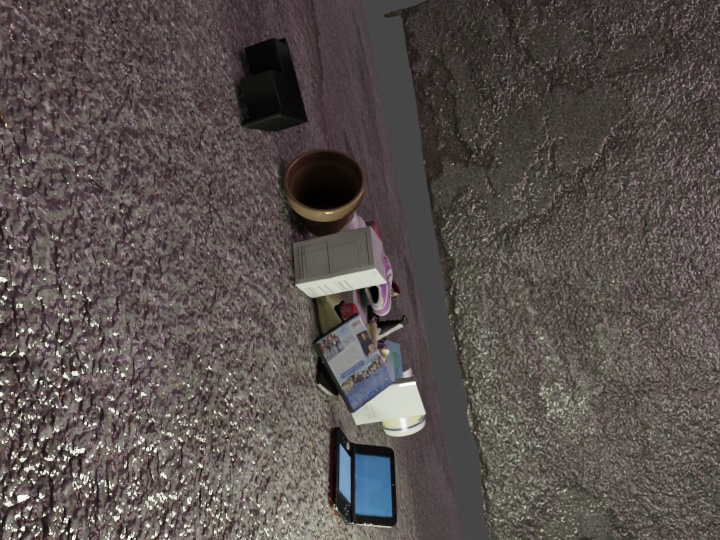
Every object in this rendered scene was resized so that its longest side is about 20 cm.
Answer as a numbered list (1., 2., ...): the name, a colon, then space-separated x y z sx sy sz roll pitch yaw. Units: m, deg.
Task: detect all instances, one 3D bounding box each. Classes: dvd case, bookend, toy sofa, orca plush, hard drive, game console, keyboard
1. dvd case: -0.015 0.225 1.456 0.201 0.142 0.018 62 -27 -5
2. bookend: -0.210 -0.421 1.319 0.200 0.091 0.200 -43 119 -74
3. toy sofa: 0.017 0.235 1.590 0.083 0.097 0.201 -90 -174 -47
4. orca plush: 0.036 0.165 1.692 0.072 0.199 0.105 64 11 -2
5. hard drive: 0.066 0.355 1.612 0.026 0.198 0.133 -86 160 -54
6. game console: 0.009 0.492 1.423 0.173 0.118 0.201 66 17 -46
7. keyboard: -0.077 0.239 1.494 0.104 0.039 0.201 45 29 -27

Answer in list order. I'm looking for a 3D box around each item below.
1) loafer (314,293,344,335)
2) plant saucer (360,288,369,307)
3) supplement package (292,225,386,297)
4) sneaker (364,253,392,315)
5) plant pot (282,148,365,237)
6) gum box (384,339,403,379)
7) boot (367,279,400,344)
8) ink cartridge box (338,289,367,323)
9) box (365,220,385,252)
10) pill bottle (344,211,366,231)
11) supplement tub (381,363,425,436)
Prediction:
1. loafer: -0.077 0.074 1.514 0.076 0.068 0.202 24 52 -75
2. plant saucer: 0.000 0.000 1.675 0.070 0.019 0.202 -55 132 -75
3. supplement package: -0.050 -0.018 1.424 0.110 0.198 0.115 49 33 -65
4. sneaker: 0.047 0.015 1.669 0.114 0.072 0.202 51 29 -60
5. plant pot: -0.090 -0.173 1.491 0.175 0.198 0.202 95 -7 -58
6. gum box: 0.053 0.289 1.800 0.199 0.044 0.171 23 53 -46
7. boot: 0.055 0.106 1.779 0.073 0.150 0.201 13 43 -60
8. ink cartridge box: -0.036 0.093 1.657 0.146 0.083 0.201 65 18 -49
9. box: 0.031 -0.059 2.069 0.103 0.094 0.201 -75 151 -62
10. pill bottle: -0.026 -0.098 1.814 0.201 0.110 0.112 64 19 -48
11. supplement tub: 0.126 0.422 1.948 0.145 0.144 0.202 -39 117 -76
